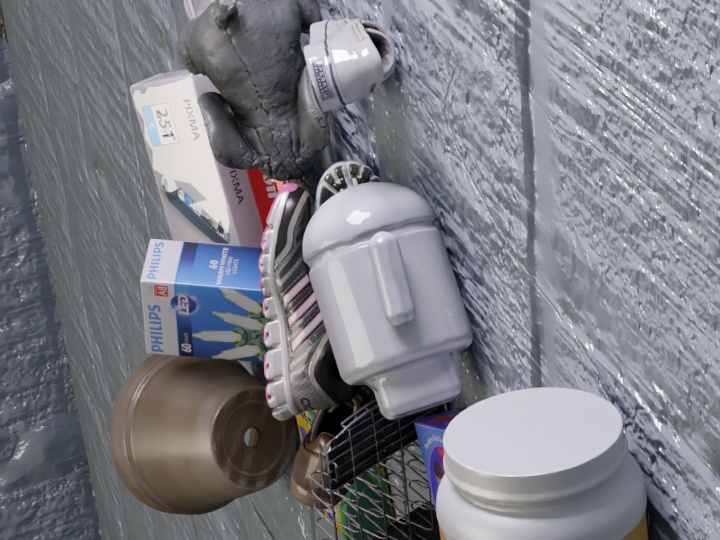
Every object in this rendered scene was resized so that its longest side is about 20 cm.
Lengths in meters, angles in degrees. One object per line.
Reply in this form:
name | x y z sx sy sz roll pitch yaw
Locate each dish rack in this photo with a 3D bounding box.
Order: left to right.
dish rack | 0.017 0.190 1.739 0.054 0.153 0.202 26 133 41

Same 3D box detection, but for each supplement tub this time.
supplement tub | 0.128 0.196 1.366 0.144 0.143 0.202 -137 35 -61

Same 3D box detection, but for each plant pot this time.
plant pot | -0.164 0.189 2.332 0.173 0.199 0.202 -2 104 56

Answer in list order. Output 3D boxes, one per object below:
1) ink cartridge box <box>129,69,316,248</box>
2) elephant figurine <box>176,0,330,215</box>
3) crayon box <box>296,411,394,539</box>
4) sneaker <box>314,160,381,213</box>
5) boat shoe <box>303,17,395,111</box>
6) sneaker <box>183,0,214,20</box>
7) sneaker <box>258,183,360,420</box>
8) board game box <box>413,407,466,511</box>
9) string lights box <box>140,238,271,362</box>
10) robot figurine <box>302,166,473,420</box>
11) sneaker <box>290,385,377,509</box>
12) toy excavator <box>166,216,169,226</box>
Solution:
ink cartridge box | -0.122 -0.095 1.907 0.175 0.045 0.202 -5 106 42
elephant figurine | -0.075 -0.141 1.775 0.141 0.154 0.202 -17 89 50
crayon box | -0.024 0.163 2.021 0.126 0.051 0.202 -149 46 -67
sneaker | 0.000 0.000 1.773 0.089 0.078 0.202 -129 32 -78
boat shoe | -0.005 -0.172 1.614 0.200 0.065 0.073 -63 -44 -82
sneaker | -0.125 -0.241 1.942 0.201 0.074 0.082 58 152 37
sneaker | -0.036 0.026 1.697 0.074 0.087 0.202 -36 -55 -78
board game box | 0.108 0.186 1.602 0.200 0.044 0.136 -178 73 -74
string lights box | -0.103 0.032 1.892 0.103 0.198 0.059 91 -176 -46
robot figurine | 0.021 0.016 1.616 0.170 0.112 0.202 124 129 -80
sneaker | -0.006 0.134 1.813 0.200 0.070 0.076 -65 -3 -57
toy excavator | -0.105 -0.057 2.028 0.100 0.198 0.195 94 -164 -52
